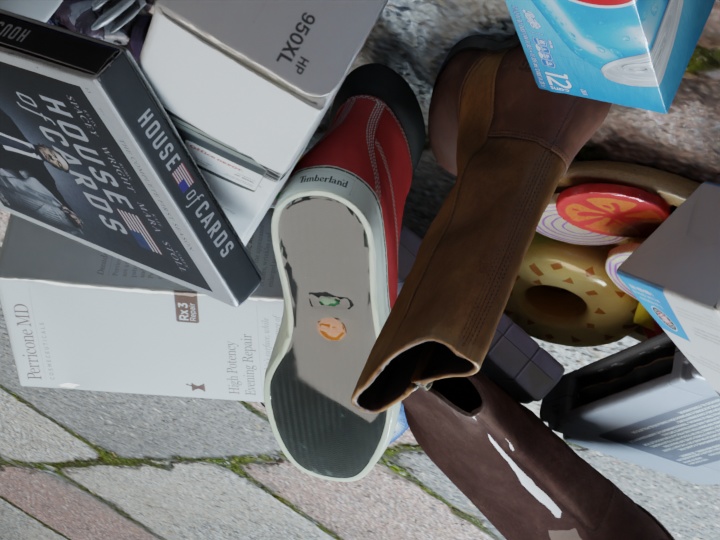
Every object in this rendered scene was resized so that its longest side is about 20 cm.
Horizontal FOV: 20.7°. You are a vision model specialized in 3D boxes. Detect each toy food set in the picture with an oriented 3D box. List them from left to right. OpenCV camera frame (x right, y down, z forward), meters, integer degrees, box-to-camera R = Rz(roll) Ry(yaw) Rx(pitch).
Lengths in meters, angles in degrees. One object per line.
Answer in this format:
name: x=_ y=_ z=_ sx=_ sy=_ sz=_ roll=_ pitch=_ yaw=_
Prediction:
toy food set: x=0.158 y=0.005 z=1.072 sx=0.199 sy=0.049 sz=0.198 roll=22 pitch=158 yaw=10

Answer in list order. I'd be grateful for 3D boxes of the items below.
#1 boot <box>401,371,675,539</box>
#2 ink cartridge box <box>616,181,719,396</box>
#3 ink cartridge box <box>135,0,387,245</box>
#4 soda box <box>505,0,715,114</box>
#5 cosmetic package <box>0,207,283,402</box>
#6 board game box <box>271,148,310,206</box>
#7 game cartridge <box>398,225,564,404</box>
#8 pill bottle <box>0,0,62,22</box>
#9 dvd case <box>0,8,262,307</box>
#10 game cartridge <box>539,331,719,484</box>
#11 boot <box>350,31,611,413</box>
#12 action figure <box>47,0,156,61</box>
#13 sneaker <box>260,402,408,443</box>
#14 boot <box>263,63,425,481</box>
boot: x=0.089 y=0.114 z=1.084 sx=0.200 sy=0.072 sz=0.166 roll=39 pitch=174 yaw=34
ink cartridge box: x=0.222 y=0.057 z=0.925 sx=0.200 sy=0.067 sz=0.116 roll=48 pitch=174 yaw=-17
ink cartridge box: x=-0.040 y=-0.113 z=0.891 sx=0.084 sy=0.145 sz=0.200 roll=29 pitch=158 yaw=-4
soda box: x=0.087 y=-0.149 z=0.774 sx=0.064 sy=0.068 sz=0.200 roll=14 pitch=155 yaw=27
cosmetic package: x=-0.102 y=0.018 z=1.131 sx=0.198 sy=0.074 sz=0.102 roll=2 pitch=139 yaw=3
board game box: x=-0.115 y=-0.060 z=1.149 sx=0.199 sy=0.035 sz=0.134 roll=7 pitch=-175 yaw=42
game cartridge: x=0.047 y=0.028 z=1.183 sx=0.129 sy=0.039 sz=0.200 roll=37 pitch=172 yaw=-7
pill bottle: x=-0.236 y=-0.196 z=0.964 sx=0.113 sy=0.114 sz=0.200 roll=-1 pitch=146 yaw=49
dvd case: x=-0.147 y=-0.064 z=0.918 sx=0.199 sy=0.025 sz=0.151 roll=21 pitch=152 yaw=40
game cartridge: x=0.198 y=0.077 z=1.082 sx=0.132 sy=0.042 sz=0.200 roll=15 pitch=162 yaw=-18
boot: x=0.050 y=-0.018 z=0.931 sx=0.068 sy=0.201 sz=0.188 roll=31 pitch=158 yaw=-18
action figure: x=-0.125 y=-0.122 z=1.072 sx=0.198 sy=0.070 sz=0.130 roll=9 pitch=150 yaw=31
sneaker: x=-0.040 y=0.039 z=1.218 sx=0.200 sy=0.089 sz=0.078 roll=45 pitch=171 yaw=-12
boot: x=0.000 y=0.000 z=1.035 sx=0.072 sy=0.145 sz=0.201 roll=9 pitch=127 yaw=10
